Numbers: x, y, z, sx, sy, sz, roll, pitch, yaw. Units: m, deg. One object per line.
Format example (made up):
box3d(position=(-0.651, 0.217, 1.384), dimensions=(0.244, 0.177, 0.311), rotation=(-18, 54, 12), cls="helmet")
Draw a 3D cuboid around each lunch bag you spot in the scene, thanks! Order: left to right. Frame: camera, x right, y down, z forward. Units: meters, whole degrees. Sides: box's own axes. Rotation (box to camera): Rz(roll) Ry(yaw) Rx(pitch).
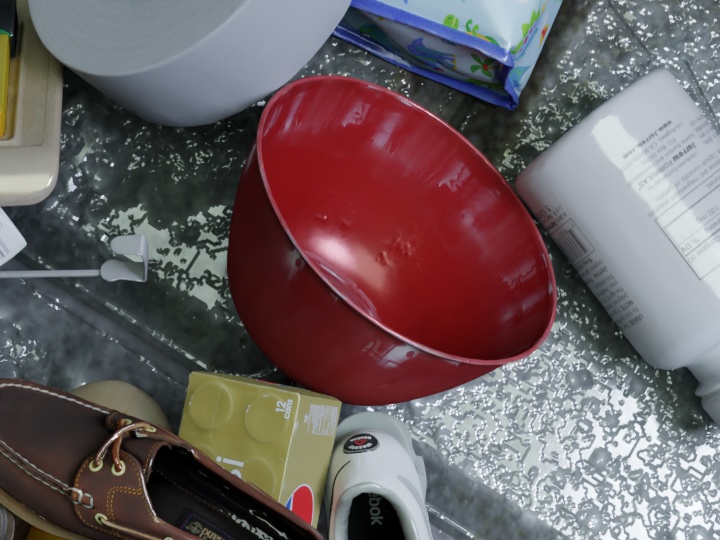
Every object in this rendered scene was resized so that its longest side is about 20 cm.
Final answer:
box3d(position=(0.032, -0.217, 1.121), dimensions=(0.199, 0.127, 0.171), rotation=(23, 82, 12), cls="lunch bag")

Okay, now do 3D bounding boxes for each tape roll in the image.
box3d(position=(-0.092, -0.185, 1.071), dimensions=(0.199, 0.066, 0.202), rotation=(-16, 58, 27), cls="tape roll")

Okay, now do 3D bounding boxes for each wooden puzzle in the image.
box3d(position=(-0.259, -0.108, 1.061), dimensions=(0.183, 0.037, 0.201), rotation=(-2, 41, -6), cls="wooden puzzle")

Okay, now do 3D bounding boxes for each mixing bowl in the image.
box3d(position=(0.000, 0.000, 1.064), dimensions=(0.199, 0.108, 0.201), rotation=(25, 40, -23), cls="mixing bowl")

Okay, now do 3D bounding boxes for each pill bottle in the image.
box3d(position=(0.191, -0.007, 1.101), dimensions=(0.114, 0.114, 0.200), rotation=(-36, 86, -10), cls="pill bottle")

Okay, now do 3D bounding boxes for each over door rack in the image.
box3d(position=(-0.207, 0.068, 1.048), dimensions=(0.198, 0.067, 0.149), rotation=(-6, 63, 15), cls="over door rack")

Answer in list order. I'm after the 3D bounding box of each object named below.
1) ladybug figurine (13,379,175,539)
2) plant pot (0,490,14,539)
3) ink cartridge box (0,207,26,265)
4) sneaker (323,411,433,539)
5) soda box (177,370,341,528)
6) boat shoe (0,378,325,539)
box3d(position=(-0.158, 0.161, 1.049), dimensions=(0.135, 0.072, 0.201), rotation=(17, 77, 37), cls="ladybug figurine")
box3d(position=(-0.262, 0.178, 0.950), dimensions=(0.187, 0.187, 0.200), rotation=(39, 115, 2), cls="plant pot")
box3d(position=(-0.304, -0.029, 1.071), dimensions=(0.161, 0.050, 0.200), rotation=(-39, 49, -11), cls="ink cartridge box")
box3d(position=(0.017, 0.187, 1.043), dimensions=(0.074, 0.089, 0.201), rotation=(-15, 107, 8), cls="sneaker")
box3d(position=(-0.069, 0.158, 1.004), dimensions=(0.067, 0.064, 0.202), rotation=(10, 86, 22), cls="soda box")
box3d(position=(-0.105, 0.105, 0.930), dimensions=(0.199, 0.070, 0.071), rotation=(28, 49, 2), cls="boat shoe")
